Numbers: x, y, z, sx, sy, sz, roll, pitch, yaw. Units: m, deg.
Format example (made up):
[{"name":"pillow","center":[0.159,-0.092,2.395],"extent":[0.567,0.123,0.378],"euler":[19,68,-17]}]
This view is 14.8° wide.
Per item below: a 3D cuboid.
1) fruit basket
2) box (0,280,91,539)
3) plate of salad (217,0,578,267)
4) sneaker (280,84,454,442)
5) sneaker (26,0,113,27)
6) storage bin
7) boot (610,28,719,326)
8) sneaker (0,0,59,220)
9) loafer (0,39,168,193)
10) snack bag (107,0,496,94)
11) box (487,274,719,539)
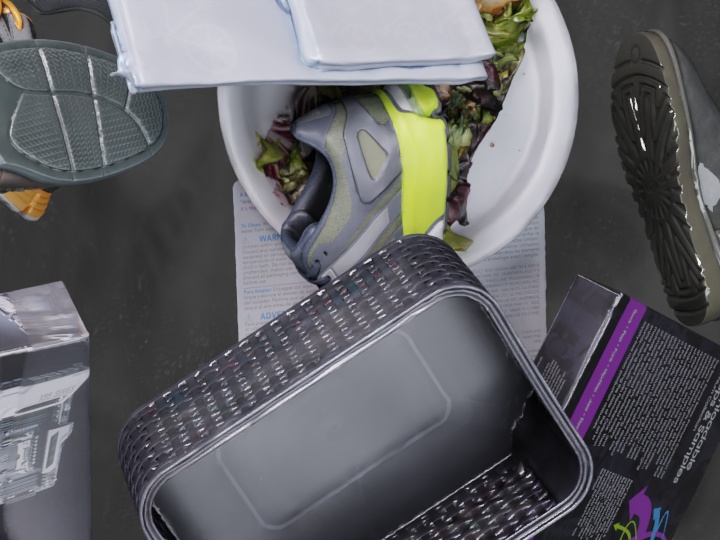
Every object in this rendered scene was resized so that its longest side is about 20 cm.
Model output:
[{"name":"fruit basket","center":[0.016,0.043,1.519],"extent":[0.185,0.094,0.201],"euler":[-6,95,-22]},{"name":"box","center":[-0.218,0.110,1.414],"extent":[0.157,0.050,0.201],"euler":[-12,132,-19]},{"name":"plate of salad","center":[0.024,-0.094,1.458],"extent":[0.199,0.048,0.201],"euler":[0,92,-16]},{"name":"sneaker","center":[0.000,0.000,1.417],"extent":[0.081,0.074,0.201],"euler":[-6,106,-14]},{"name":"sneaker","center":[-0.080,-0.140,1.407],"extent":[0.199,0.075,0.085],"euler":[23,109,-10]},{"name":"storage bin","center":[-0.005,0.092,1.359],"extent":[0.200,0.094,0.135],"euler":[-34,110,-2]},{"name":"boot","center":[0.249,-0.068,1.575],"extent":[0.199,0.073,0.183],"euler":[-17,100,-22]},{"name":"sneaker","center":[-0.202,-0.113,1.366],"extent":[0.077,0.078,0.200],"euler":[-45,129,-4]},{"name":"loafer","center":[-0.188,-0.068,1.322],"extent":[0.199,0.063,0.072],"euler":[-7,84,-37]},{"name":"snack bag","center":[-0.048,-0.171,1.360],"extent":[0.199,0.189,0.021],"euler":[-4,151,-27]},{"name":"box","center":[0.143,0.092,1.549],"extent":[0.200,0.036,0.143],"euler":[25,91,-56]}]
